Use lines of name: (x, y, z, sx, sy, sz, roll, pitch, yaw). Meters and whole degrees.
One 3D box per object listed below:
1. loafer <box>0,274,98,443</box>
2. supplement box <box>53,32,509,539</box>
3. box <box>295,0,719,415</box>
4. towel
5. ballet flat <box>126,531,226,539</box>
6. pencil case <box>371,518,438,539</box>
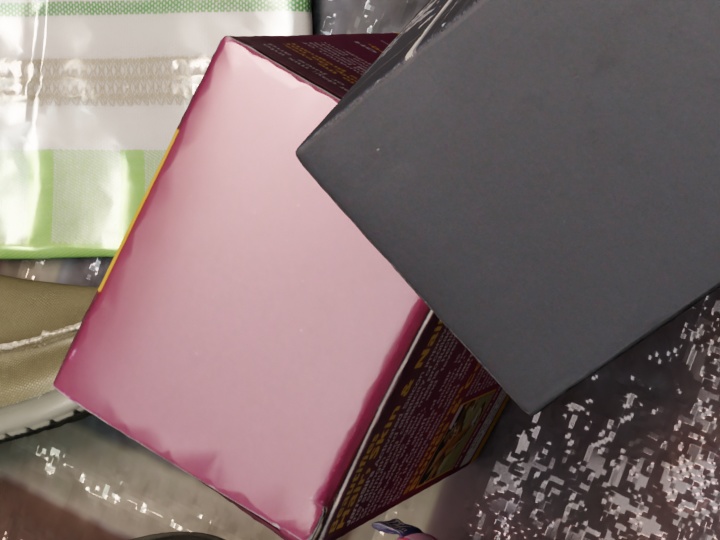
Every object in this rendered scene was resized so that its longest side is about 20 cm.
loafer: (-0.144, 0.032, 1.136, 0.199, 0.075, 0.070, -19, 87, 23)
supplement box: (0.000, 0.000, 0.999, 0.103, 0.200, 0.131, 31, 102, 12)
box: (0.109, -0.086, 0.841, 0.104, 0.182, 0.200, 47, 127, -7)
towel: (-0.088, -0.105, 1.134, 0.148, 0.031, 0.201, 0, 91, 25)
ballet flat: (-0.099, 0.132, 1.112, 0.200, 0.068, 0.068, -15, 102, 56)
pencil case: (0.081, 0.161, 1.032, 0.199, 0.087, 0.088, 24, 100, 22)
